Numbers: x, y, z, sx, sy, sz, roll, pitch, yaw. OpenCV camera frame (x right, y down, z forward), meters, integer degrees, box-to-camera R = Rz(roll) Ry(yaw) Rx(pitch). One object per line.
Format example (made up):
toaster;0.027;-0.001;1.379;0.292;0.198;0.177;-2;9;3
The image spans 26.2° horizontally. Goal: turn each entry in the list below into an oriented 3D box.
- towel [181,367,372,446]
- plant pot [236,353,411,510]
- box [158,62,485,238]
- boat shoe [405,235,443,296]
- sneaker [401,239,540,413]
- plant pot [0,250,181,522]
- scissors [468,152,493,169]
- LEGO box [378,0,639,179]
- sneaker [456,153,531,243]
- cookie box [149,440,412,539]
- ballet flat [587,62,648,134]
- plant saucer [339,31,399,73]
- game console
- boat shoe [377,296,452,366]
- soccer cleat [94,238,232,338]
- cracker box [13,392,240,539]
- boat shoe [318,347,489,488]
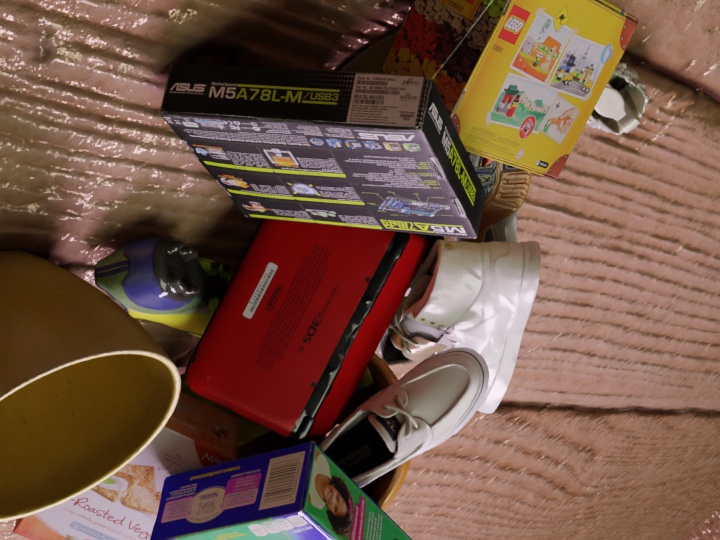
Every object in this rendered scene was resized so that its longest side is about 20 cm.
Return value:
towel;-0.093;0.108;1.439;0.199;0.087;0.018;-26;-177;7
plant pot;-0.036;0.163;1.534;0.200;0.201;0.183;-37;169;5
box;-0.022;-0.086;1.141;0.198;0.048;0.193;5;163;19
boat shoe;0.000;0.000;1.413;0.199;0.074;0.061;-14;148;-42
sneaker;0.092;0.048;1.437;0.114;0.074;0.201;5;129;-7
plant pot;-0.253;0.071;1.157;0.199;0.142;0.201;-26;152;-15
scissors;0.097;-0.103;1.368;0.199;0.014;0.073;-31;114;7
LEGO box;0.117;-0.167;1.217;0.199;0.077;0.150;11;110;-55
sneaker;0.115;-0.071;1.447;0.074;0.088;0.202;1;125;-3
cookie box;-0.058;0.249;1.370;0.170;0.076;0.200;-17;133;31
ballet flat;0.224;-0.158;1.421;0.072;0.072;0.200;-41;154;14
plant saucer;0.035;-0.125;1.293;0.199;0.031;0.201;-28;153;-15
game console;-0.042;0.034;1.333;0.171;0.119;0.201;27;93;-16
boat shoe;0.062;0.057;1.551;0.068;0.075;0.200;-27;165;-14
soccer cleat;-0.158;0.019;1.297;0.083;0.065;0.200;-8;162;13
cracker box;-0.216;0.189;1.423;0.133;0.058;0.200;26;123;-17
boat shoe;0.028;0.139;1.393;0.199;0.072;0.066;-32;172;10
